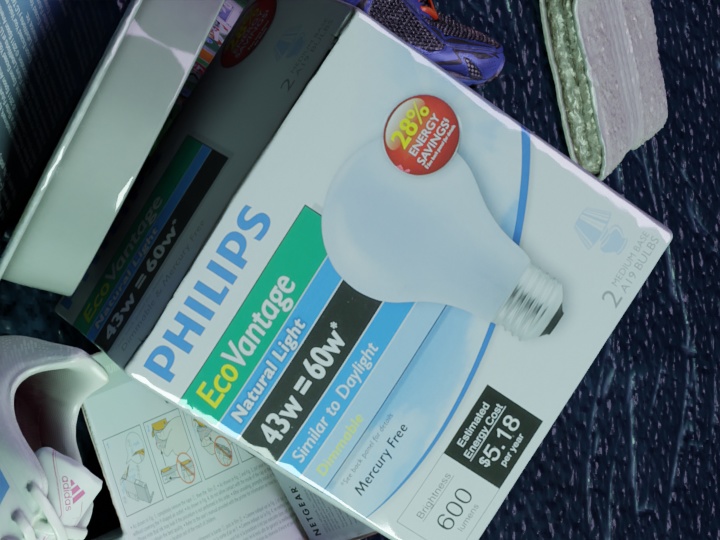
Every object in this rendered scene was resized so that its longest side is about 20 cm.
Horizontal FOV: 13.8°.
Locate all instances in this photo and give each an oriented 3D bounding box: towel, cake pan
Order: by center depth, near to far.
[{"bbox_3d":[-0.107,-0.073,1.335,0.037,0.200,0.201,27,50,-6],"label":"cake pan"},{"bbox_3d":[0.160,-0.171,1.982,0.132,0.034,0.201,-37,118,-57],"label":"towel"}]

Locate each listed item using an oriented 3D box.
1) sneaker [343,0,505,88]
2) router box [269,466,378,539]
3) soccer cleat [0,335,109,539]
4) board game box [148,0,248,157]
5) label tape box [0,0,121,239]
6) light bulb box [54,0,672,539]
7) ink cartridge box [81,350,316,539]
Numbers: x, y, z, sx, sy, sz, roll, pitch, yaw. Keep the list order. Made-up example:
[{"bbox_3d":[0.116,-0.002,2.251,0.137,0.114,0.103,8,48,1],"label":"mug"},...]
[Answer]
[{"bbox_3d":[-0.007,-0.158,1.515,0.200,0.079,0.075,32,11,-12],"label":"sneaker"},{"bbox_3d":[-0.017,0.015,1.556,0.200,0.049,0.180,62,31,-14],"label":"router box"},{"bbox_3d":[-0.158,0.121,1.295,0.070,0.086,0.201,36,55,-54],"label":"soccer cleat"},{"bbox_3d":[-0.019,-0.066,1.510,0.200,0.029,0.135,30,38,-24],"label":"board game box"},{"bbox_3d":[-0.181,-0.082,1.260,0.144,0.063,0.200,76,34,-55],"label":"label tape box"},{"bbox_3d":[0.000,0.000,1.397,0.200,0.125,0.199,33,89,-24],"label":"light bulb box"},{"bbox_3d":[-0.079,0.115,1.487,0.200,0.045,0.177,-20,90,-61],"label":"ink cartridge box"}]
